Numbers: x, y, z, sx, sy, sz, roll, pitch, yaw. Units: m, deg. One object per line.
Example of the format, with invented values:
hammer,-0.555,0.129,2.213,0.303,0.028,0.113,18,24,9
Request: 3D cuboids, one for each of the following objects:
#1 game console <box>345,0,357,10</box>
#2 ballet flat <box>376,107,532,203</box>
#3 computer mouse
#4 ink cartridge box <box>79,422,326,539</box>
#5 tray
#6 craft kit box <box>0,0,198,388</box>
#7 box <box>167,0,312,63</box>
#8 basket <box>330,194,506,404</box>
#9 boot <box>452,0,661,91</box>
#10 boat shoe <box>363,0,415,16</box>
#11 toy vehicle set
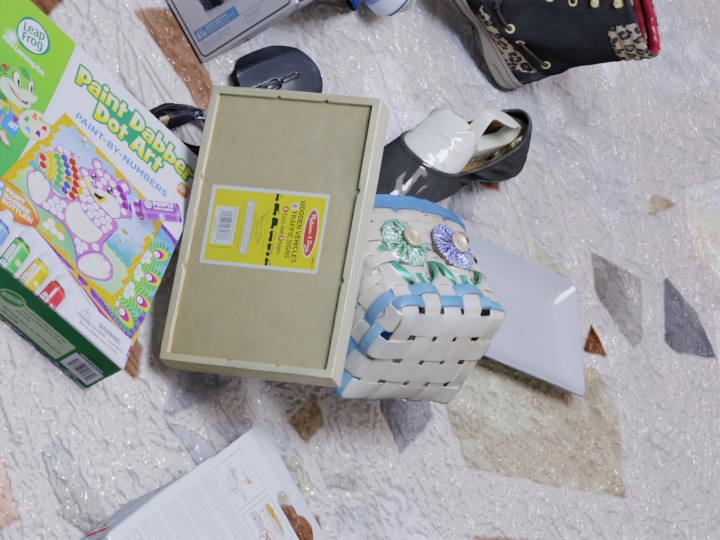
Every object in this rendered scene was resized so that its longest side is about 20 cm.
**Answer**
game console,-0.051,-0.296,1.710,0.170,0.119,0.200,30,4,-2
ballet flat,0.075,-0.101,1.780,0.068,0.069,0.200,41,32,20
computer mouse,-0.089,-0.128,1.642,0.200,0.034,0.059,-31,95,-51
ink cartridge box,-0.091,0.209,1.452,0.163,0.050,0.200,61,30,-3
tray,0.107,0.030,1.784,0.200,0.022,0.108,24,52,-39
craft kit box,-0.208,-0.058,1.462,0.200,0.048,0.198,43,40,-25
box,-0.114,-0.269,1.628,0.060,0.116,0.201,-33,96,-48
basket,0.000,0.000,1.602,0.176,0.139,0.200,3,33,-48
boot,0.158,-0.239,1.848,0.073,0.150,0.200,-70,145,-42
boat shoe,0.050,-0.278,1.852,0.062,0.072,0.200,39,42,-25
toy vehicle set,-0.058,-0.025,1.509,0.027,0.124,0.201,53,45,-70
